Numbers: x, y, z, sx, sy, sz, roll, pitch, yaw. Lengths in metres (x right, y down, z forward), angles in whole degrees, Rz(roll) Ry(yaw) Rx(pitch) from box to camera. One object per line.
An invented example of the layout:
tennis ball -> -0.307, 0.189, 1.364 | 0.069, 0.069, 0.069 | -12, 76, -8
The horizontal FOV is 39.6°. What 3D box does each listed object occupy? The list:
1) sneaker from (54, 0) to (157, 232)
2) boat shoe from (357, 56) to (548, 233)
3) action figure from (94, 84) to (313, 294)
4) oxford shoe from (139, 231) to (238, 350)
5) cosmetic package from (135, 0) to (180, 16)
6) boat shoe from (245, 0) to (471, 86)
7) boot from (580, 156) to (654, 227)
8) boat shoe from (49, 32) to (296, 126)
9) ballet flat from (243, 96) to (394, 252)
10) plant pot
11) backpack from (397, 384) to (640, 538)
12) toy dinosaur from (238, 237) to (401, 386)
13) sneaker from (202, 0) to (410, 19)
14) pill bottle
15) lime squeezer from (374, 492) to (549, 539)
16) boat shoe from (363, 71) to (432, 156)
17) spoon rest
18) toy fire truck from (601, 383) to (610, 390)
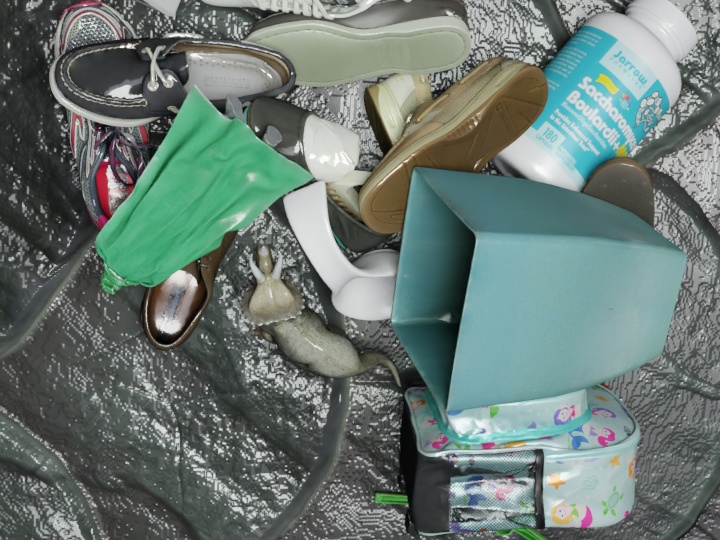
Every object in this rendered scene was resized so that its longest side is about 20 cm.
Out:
sneaker -> -0.207, -0.123, 0.842 | 0.079, 0.075, 0.204 | -12, 102, -9
boat shoe -> 0.070, -0.108, 0.848 | 0.199, 0.064, 0.072 | -38, 132, -13
action figure -> -0.145, -0.048, 0.789 | 0.118, 0.055, 0.199 | 37, 115, -25
oxford shoe -> -0.142, -0.025, 0.870 | 0.071, 0.084, 0.204 | 12, 96, -12
cosmetic package -> -0.165, -0.321, 0.799 | 0.100, 0.074, 0.203 | 26, 97, 11
boat shoe -> -0.004, -0.209, 0.876 | 0.196, 0.072, 0.062 | -2, 57, 1
boot -> 0.226, -0.039, 0.907 | 0.072, 0.076, 0.202 | 9, 143, 13
boat shoe -> -0.146, -0.156, 0.806 | 0.196, 0.060, 0.076 | 3, 77, -28
ballet flat -> -0.021, -0.086, 0.851 | 0.067, 0.069, 0.200 | -9, 148, 26
plant pot -> 0.144, 0.010, 0.795 | 0.196, 0.142, 0.144 | 0, 115, -18
backpack -> 0.137, 0.143, 0.858 | 0.195, 0.178, 0.154 | 4, 103, -3
toy dinosaur -> -0.045, 0.062, 0.896 | 0.077, 0.102, 0.200 | -44, 105, 0
sneaker -> -0.049, -0.246, 0.824 | 0.196, 0.077, 0.082 | -9, 63, 9
pill bottle -> 0.211, -0.153, 0.903 | 0.111, 0.111, 0.201 | 41, 91, -16
lime squeezer -> 0.114, 0.245, 0.985 | 0.196, 0.071, 0.038 | 15, 117, 16
boat shoe -> 0.068, -0.082, 0.910 | 0.062, 0.073, 0.204 | -25, 95, -8
spoon rest -> 0.000, 0.000, 0.873 | 0.098, 0.062, 0.200 | -20, 145, 21
toy fire truck -> 0.159, 0.100, 0.972 | 0.195, 0.049, 0.144 | 4, 100, -12
